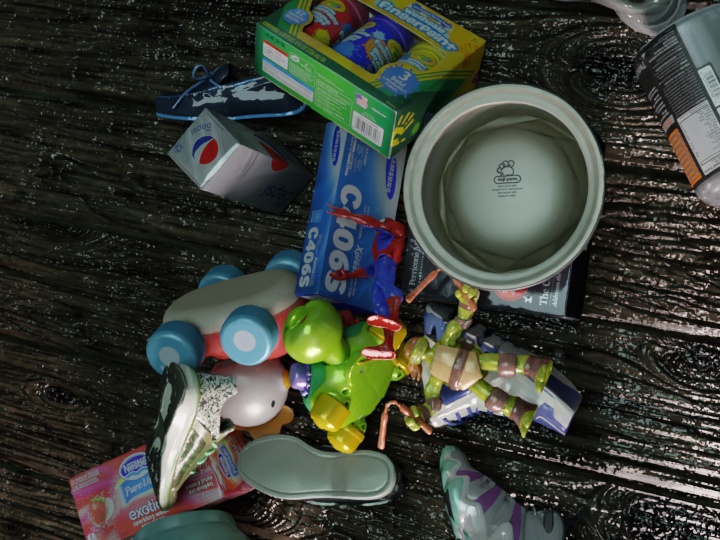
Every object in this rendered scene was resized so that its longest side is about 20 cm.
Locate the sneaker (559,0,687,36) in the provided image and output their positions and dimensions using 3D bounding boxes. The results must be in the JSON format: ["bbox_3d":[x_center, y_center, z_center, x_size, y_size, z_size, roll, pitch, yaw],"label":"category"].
[{"bbox_3d":[0.251,-0.322,1.067,0.199,0.099,0.078,26,96,21],"label":"sneaker"}]

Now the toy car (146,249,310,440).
[{"bbox_3d":[-0.121,0.109,1.170,0.176,0.185,0.201,-12,111,19],"label":"toy car"}]

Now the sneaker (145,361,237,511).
[{"bbox_3d":[-0.180,0.188,1.096,0.077,0.088,0.201,-117,37,-46],"label":"sneaker"}]

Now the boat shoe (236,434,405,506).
[{"bbox_3d":[-0.046,0.238,1.163,0.199,0.060,0.076,7,69,23],"label":"boat shoe"}]

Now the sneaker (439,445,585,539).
[{"bbox_3d":[0.170,0.264,1.076,0.139,0.078,0.201,-15,55,-6],"label":"sneaker"}]

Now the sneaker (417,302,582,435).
[{"bbox_3d":[0.135,0.132,1.099,0.199,0.080,0.116,32,108,18],"label":"sneaker"}]

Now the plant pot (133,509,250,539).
[{"bbox_3d":[-0.192,0.357,1.151,0.199,0.200,0.135,-25,61,17],"label":"plant pot"}]

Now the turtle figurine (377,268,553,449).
[{"bbox_3d":[0.106,0.110,1.032,0.160,0.064,0.201,21,94,15],"label":"turtle figurine"}]

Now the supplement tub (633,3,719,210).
[{"bbox_3d":[0.366,-0.151,0.999,0.122,0.122,0.201,-26,78,17],"label":"supplement tub"}]

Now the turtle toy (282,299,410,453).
[{"bbox_3d":[-0.023,0.100,1.097,0.101,0.200,0.146,30,73,26],"label":"turtle toy"}]

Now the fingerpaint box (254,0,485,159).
[{"bbox_3d":[0.010,-0.240,1.121,0.200,0.074,0.167,36,55,20],"label":"fingerpaint box"}]

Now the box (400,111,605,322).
[{"bbox_3d":[0.154,-0.057,1.084,0.181,0.104,0.202,7,89,23],"label":"box"}]

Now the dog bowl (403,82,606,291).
[{"bbox_3d":[0.147,-0.078,0.993,0.199,0.074,0.202,-2,86,21],"label":"dog bowl"}]

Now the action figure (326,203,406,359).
[{"bbox_3d":[0.000,0.000,1.048,0.098,0.201,0.066,11,127,-1],"label":"action figure"}]

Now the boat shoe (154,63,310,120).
[{"bbox_3d":[-0.156,-0.222,1.234,0.198,0.084,0.069,-3,104,7],"label":"boat shoe"}]

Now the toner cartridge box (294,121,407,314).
[{"bbox_3d":[-0.009,-0.059,1.131,0.043,0.095,0.202,-2,74,48],"label":"toner cartridge box"}]

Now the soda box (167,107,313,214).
[{"bbox_3d":[-0.131,-0.120,1.146,0.068,0.200,0.063,-47,72,10],"label":"soda box"}]

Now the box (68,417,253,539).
[{"bbox_3d":[-0.236,0.256,1.214,0.199,0.100,0.096,-25,78,18],"label":"box"}]
